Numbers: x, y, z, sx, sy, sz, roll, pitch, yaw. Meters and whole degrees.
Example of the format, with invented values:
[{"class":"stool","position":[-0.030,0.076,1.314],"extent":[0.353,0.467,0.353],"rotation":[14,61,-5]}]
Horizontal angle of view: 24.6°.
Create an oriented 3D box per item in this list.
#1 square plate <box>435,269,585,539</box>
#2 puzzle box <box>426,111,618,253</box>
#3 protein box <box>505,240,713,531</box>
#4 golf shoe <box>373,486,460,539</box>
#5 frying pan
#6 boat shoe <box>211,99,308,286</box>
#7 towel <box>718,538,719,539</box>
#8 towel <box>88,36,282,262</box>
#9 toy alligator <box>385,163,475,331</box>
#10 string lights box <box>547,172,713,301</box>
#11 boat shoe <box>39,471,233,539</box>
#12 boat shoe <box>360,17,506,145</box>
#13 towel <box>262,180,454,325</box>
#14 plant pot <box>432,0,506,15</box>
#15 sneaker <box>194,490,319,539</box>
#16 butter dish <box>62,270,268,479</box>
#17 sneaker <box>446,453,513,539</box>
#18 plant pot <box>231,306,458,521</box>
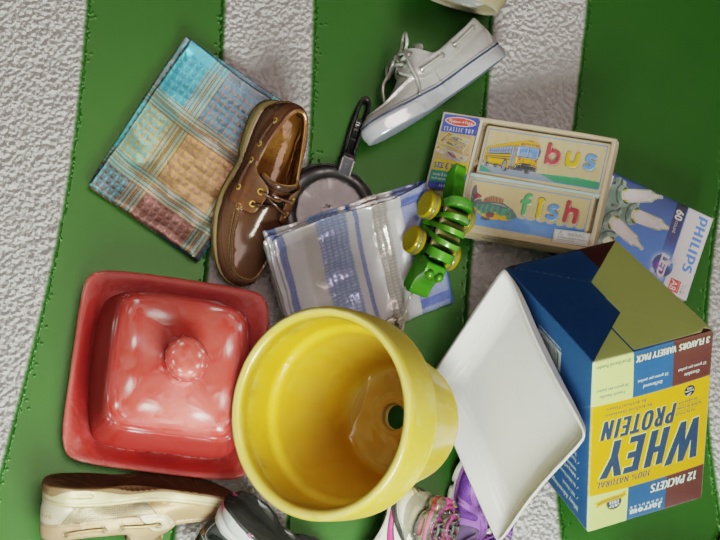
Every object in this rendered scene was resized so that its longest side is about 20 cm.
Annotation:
[{"class":"square plate","position":[0.149,0.136,1.659],"extent":[0.028,0.199,0.201],"rotation":[-3,53,-30]},{"class":"puzzle box","position":[0.170,-0.094,1.780],"extent":[0.198,0.025,0.135],"rotation":[10,74,17]},{"class":"protein box","position":[0.246,0.113,1.677],"extent":[0.133,0.199,0.202],"rotation":[-13,122,-17]},{"class":"golf shoe","position":[0.037,0.322,1.696],"extent":[0.091,0.072,0.202],"rotation":[13,86,31]},{"class":"frying pan","position":[-0.011,-0.087,1.779],"extent":[0.115,0.031,0.190],"rotation":[43,75,-5]},{"class":"boat shoe","position":[-0.102,-0.082,1.718],"extent":[0.071,0.067,0.202],"rotation":[19,83,-30]},{"class":"towel","position":[0.489,0.280,1.842],"extent":[0.144,0.022,0.201],"rotation":[38,74,-7]},{"class":"towel","position":[-0.176,-0.131,1.745],"extent":[0.146,0.022,0.201],"rotation":[34,73,-6]},{"class":"toy alligator","position":[0.077,-0.014,1.731],"extent":[0.059,0.054,0.202],"rotation":[22,90,-28]},{"class":"string lights box","position":[0.279,-0.048,1.829],"extent":[0.198,0.059,0.104],"rotation":[23,77,-9]},{"class":"boat shoe","position":[-0.221,0.239,1.639],"extent":[0.198,0.071,0.065],"rotation":[5,98,-19]},{"class":"boat shoe","position":[0.064,-0.218,1.799],"extent":[0.201,0.075,0.086],"rotation":[-36,90,-21]},{"class":"towel","position":[0.000,0.000,1.738],"extent":[0.198,0.024,0.149],"rotation":[-19,107,-21]},{"class":"plant pot","position":[0.132,-0.392,1.812],"extent":[0.185,0.187,0.202],"rotation":[16,89,-11]},{"class":"sneaker","position":[-0.086,0.306,1.662],"extent":[0.086,0.081,0.200],"rotation":[-39,108,22]},{"class":"butter dish","position":[-0.183,0.097,1.631],"extent":[0.198,0.148,0.202],"rotation":[9,78,-13]},{"class":"sneaker","position":[0.133,0.280,1.713],"extent":[0.080,0.083,0.202],"rotation":[11,76,-13]},{"class":"plant pot","position":[0.002,0.145,1.633],"extent":[0.199,0.188,0.203],"rotation":[-4,82,26]}]
